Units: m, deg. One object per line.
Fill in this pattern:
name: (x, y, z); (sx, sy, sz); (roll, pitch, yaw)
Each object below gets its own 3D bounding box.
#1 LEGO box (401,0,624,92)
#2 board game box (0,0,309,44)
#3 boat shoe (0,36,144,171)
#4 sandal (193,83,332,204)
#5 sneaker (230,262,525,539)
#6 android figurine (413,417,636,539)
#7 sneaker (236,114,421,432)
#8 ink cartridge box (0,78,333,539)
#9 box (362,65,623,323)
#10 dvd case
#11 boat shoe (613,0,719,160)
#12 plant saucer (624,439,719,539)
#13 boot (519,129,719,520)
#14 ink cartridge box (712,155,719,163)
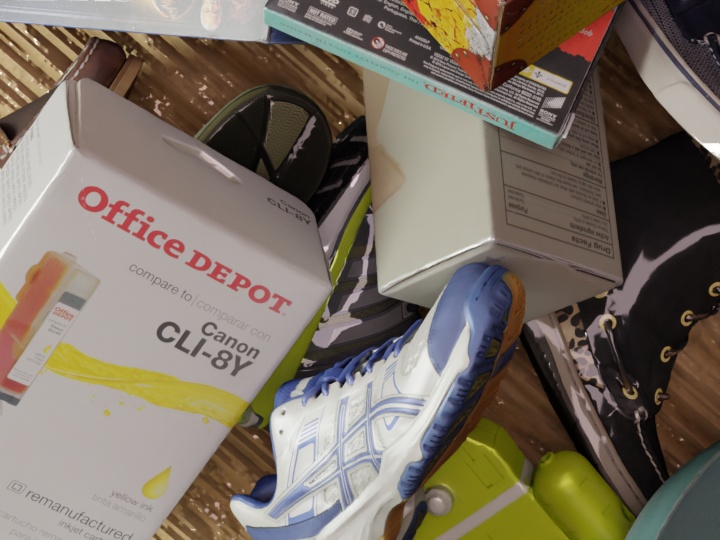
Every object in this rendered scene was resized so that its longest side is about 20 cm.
LEGO box: (0.087, -0.196, 0.917); (0.200, 0.077, 0.149); (-34, 71, -15)
board game box: (-0.111, -0.181, 1.015); (0.200, 0.035, 0.136); (8, 99, 32)
boat shoe: (-0.185, -0.036, 1.055); (0.070, 0.070, 0.200); (34, 89, -5)
sandal: (-0.095, -0.016, 1.064); (0.201, 0.057, 0.080); (-40, 116, 6)
sneaker: (0.001, 0.067, 0.967); (0.088, 0.075, 0.200); (37, 119, 14)
android figurine: (0.051, 0.153, 1.051); (0.182, 0.041, 0.200); (-34, 102, 19)
sneaker: (0.000, 0.000, 1.070); (0.081, 0.074, 0.200); (30, 89, -20)
ink cartridge box: (-0.128, 0.033, 1.000); (0.145, 0.083, 0.200); (29, 109, -23)
box: (0.058, -0.083, 1.006); (0.095, 0.078, 0.200); (18, 60, -41)
dvd case: (0.063, -0.168, 0.964); (0.146, 0.022, 0.200); (23, 73, 6)
boat shoe: (0.170, -0.118, 0.952); (0.075, 0.200, 0.093); (24, 116, -37)
plant saucer: (0.171, 0.164, 1.034); (0.036, 0.200, 0.200); (17, 89, 42)
boot: (0.160, 0.026, 1.067); (0.150, 0.073, 0.200); (-26, 85, -1)
ink cartridge box: (0.249, -0.050, 1.000); (0.116, 0.068, 0.200); (-43, 97, 6)
